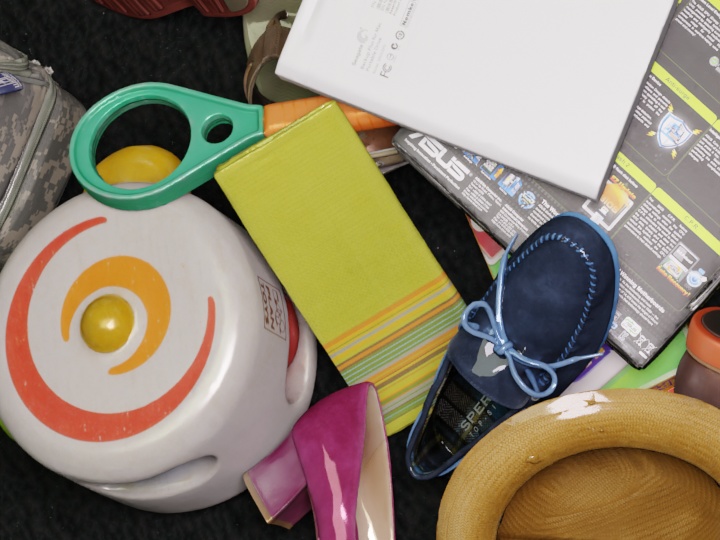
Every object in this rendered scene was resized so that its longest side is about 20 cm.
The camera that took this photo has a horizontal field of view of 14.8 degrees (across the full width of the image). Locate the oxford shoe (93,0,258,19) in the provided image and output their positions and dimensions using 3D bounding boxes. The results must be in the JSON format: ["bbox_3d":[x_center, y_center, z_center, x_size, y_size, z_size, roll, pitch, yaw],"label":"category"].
[{"bbox_3d":[-0.126,-0.209,1.770,0.199,0.071,0.075,11,63,38],"label":"oxford shoe"}]

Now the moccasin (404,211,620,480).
[{"bbox_3d":[0.086,0.055,1.562,0.080,0.068,0.201,39,131,19],"label":"moccasin"}]

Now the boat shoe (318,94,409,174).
[{"bbox_3d":[0.041,-0.104,1.657,0.199,0.068,0.075,-32,87,-3],"label":"boat shoe"}]

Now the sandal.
[{"bbox_3d":[-0.037,-0.108,1.715,0.079,0.057,0.202,-11,71,18],"label":"sandal"}]

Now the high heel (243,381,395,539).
[{"bbox_3d":[0.018,0.165,1.608,0.096,0.067,0.200,-40,64,13],"label":"high heel"}]

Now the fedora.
[{"bbox_3d":[0.138,0.131,1.548,0.200,0.201,0.082,-29,28,11],"label":"fedora"}]

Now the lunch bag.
[{"bbox_3d":[-0.292,-0.100,1.750,0.199,0.168,0.140,23,84,24],"label":"lunch bag"}]

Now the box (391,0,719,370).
[{"bbox_3d":[0.152,-0.079,1.589,0.200,0.048,0.193,42,90,8],"label":"box"}]

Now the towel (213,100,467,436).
[{"bbox_3d":[0.000,0.000,1.621,0.086,0.201,0.018,-30,22,7],"label":"towel"}]

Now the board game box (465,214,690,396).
[{"bbox_3d":[0.131,0.006,1.637,0.095,0.030,0.201,-27,70,12],"label":"board game box"}]

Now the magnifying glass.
[{"bbox_3d":[-0.075,-0.082,1.618,0.199,0.022,0.080,-8,60,11],"label":"magnifying glass"}]

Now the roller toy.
[{"bbox_3d":[-0.126,0.044,1.661,0.182,0.140,0.200,35,89,25],"label":"roller toy"}]

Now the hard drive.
[{"bbox_3d":[0.067,-0.136,1.570,0.199,0.026,0.133,22,88,11],"label":"hard drive"}]

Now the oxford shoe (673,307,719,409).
[{"bbox_3d":[0.270,0.090,1.549,0.199,0.071,0.073,25,118,19],"label":"oxford shoe"}]
